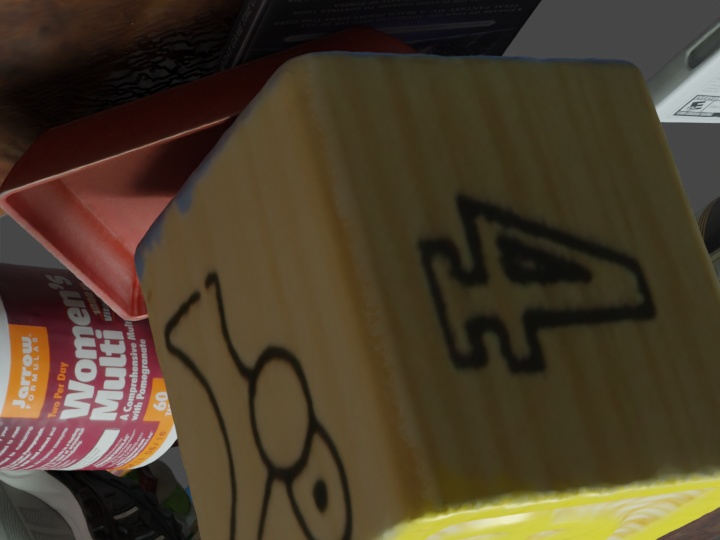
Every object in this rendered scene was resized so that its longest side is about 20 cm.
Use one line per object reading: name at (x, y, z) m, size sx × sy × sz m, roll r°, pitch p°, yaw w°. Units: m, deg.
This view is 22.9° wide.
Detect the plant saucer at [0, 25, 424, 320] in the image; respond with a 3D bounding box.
plant saucer at (-0.053, -0.047, 0.857) m, size 0.198 × 0.037 × 0.200 m, roll -18°, pitch 159°, yaw 5°

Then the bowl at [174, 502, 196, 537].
bowl at (-0.159, 0.225, 1.311) m, size 0.094 × 0.202 × 0.200 m, roll -36°, pitch 153°, yaw 28°

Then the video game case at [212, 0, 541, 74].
video game case at (0.011, -0.113, 0.808) m, size 0.141 × 0.019 × 0.200 m, roll -8°, pitch 159°, yaw -22°

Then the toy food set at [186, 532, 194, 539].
toy food set at (-0.033, 0.146, 1.280) m, size 0.200 × 0.049 × 0.198 m, roll -38°, pitch -178°, yaw 38°

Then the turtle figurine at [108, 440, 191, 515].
turtle figurine at (-0.128, 0.137, 1.142) m, size 0.198 × 0.146 × 0.194 m, roll 4°, pitch 178°, yaw 17°

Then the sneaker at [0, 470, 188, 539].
sneaker at (-0.168, 0.150, 1.023) m, size 0.080 × 0.200 × 0.074 m, roll -57°, pitch 158°, yaw 20°

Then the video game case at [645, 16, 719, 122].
video game case at (0.276, -0.132, 0.958) m, size 0.198 × 0.024 × 0.182 m, roll -2°, pitch 155°, yaw -32°

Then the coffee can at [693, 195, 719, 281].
coffee can at (0.265, 0.017, 1.157) m, size 0.145 × 0.148 × 0.200 m, roll -1°, pitch 155°, yaw -36°

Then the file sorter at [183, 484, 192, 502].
file sorter at (-0.084, 0.246, 1.501) m, size 0.122 × 0.140 × 0.200 m, roll -6°, pitch 158°, yaw -33°

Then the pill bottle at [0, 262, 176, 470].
pill bottle at (-0.192, 0.051, 0.944) m, size 0.109 × 0.111 × 0.199 m, roll -31°, pitch 156°, yaw 35°

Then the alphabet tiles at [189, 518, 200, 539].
alphabet tiles at (-0.039, 0.110, 1.188) m, size 0.195 × 0.015 × 0.200 m, roll -40°, pitch -173°, yaw 47°

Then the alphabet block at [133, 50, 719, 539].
alphabet block at (0.034, 0.037, 0.797) m, size 0.195 × 0.202 × 0.195 m, roll -4°, pitch 158°, yaw -30°
